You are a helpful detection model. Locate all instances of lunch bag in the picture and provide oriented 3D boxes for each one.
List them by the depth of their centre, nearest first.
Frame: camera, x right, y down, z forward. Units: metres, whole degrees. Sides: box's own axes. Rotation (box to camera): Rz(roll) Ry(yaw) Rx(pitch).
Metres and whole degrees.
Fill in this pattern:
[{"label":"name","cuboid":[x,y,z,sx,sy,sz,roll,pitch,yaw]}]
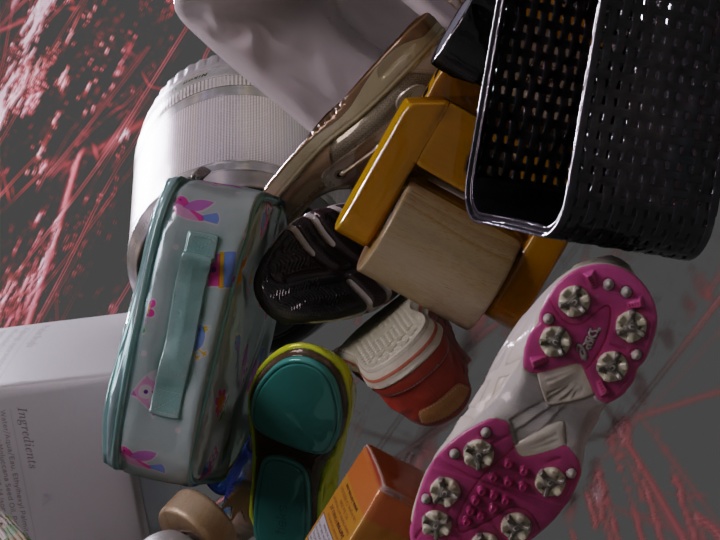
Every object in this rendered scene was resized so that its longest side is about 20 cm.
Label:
[{"label":"lunch bag","cuboid":[-0.105,0.035,1.624,0.160,0.077,0.200,12,-90,-80]}]

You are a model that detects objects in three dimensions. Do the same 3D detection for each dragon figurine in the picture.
[{"label":"dragon figurine","cuboid":[-0.071,0.131,1.742,0.099,0.059,0.200,-6,60,66]}]

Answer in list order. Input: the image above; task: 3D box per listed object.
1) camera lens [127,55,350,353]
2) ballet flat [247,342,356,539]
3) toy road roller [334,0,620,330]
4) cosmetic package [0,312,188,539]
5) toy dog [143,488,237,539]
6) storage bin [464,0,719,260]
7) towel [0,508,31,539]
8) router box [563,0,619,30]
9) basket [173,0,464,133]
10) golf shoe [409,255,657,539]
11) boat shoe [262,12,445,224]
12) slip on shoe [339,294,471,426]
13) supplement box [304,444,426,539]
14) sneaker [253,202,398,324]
[{"label":"camera lens","cuboid":[-0.086,-0.047,1.859,0.160,0.160,0.200,-52,22,28]},{"label":"ballet flat","cuboid":[-0.036,0.099,1.619,0.200,0.067,0.067,99,-166,-46]},{"label":"toy road roller","cuboid":[0.077,-0.073,1.561,0.200,0.123,0.146,-61,5,3]},{"label":"cosmetic package","cuboid":[-0.237,0.135,1.799,0.165,0.200,0.165,-74,-23,-74]},{"label":"toy dog","cuboid":[-0.094,0.227,1.579,0.096,0.200,0.132,27,74,36]},{"label":"storage bin","cuboid":[0.138,-0.114,1.407,0.135,0.094,0.200,-163,82,-68]},{"label":"towel","cuboid":[-0.185,0.232,1.618,0.023,0.153,0.200,-32,30,-16]},{"label":"router box","cuboid":[0.201,-0.246,1.545,0.200,0.062,0.150,-29,37,57]},{"label":"basket","cuboid":[-0.002,-0.181,1.744,0.136,0.200,0.123,-49,4,35]},{"label":"golf shoe","cuboid":[0.096,0.077,1.406,0.200,0.075,0.092,-55,6,14]},{"label":"boat shoe","cuboid":[0.002,-0.081,1.684,0.200,0.065,0.072,-46,4,29]},{"label":"slip on shoe","cuboid":[0.032,0.054,1.586,0.074,0.061,0.200,-39,10,2]},{"label":"supplement box","cuboid":[-0.018,0.206,1.506,0.200,0.067,0.069,-58,20,11]},{"label":"sneaker","cuboid":[0.000,0.000,1.654,0.200,0.076,0.116,-31,-14,-34]}]
